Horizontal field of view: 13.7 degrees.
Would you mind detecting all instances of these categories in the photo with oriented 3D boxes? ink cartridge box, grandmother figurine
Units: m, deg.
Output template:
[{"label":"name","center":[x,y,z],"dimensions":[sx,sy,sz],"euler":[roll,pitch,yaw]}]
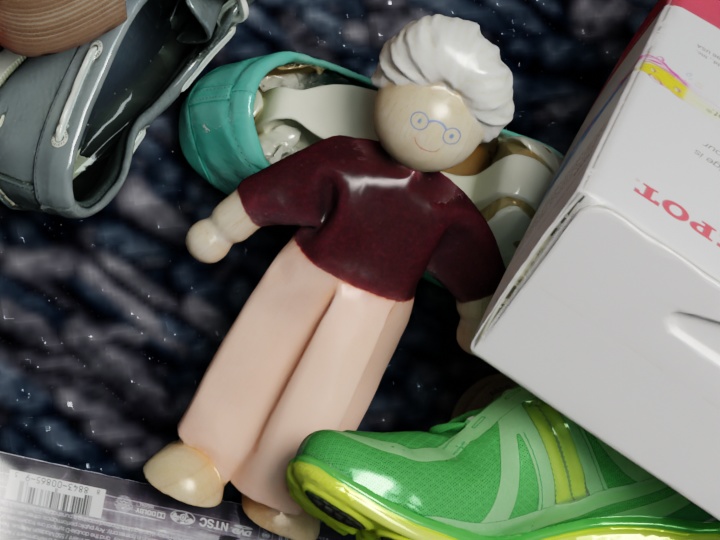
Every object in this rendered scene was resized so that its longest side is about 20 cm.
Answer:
[{"label":"ink cartridge box","center":[0.140,-0.008,1.079],"dimensions":[0.147,0.086,0.200],"euler":[34,36,-1]},{"label":"grandmother figurine","center":[0.000,0.000,1.081],"dimensions":[0.121,0.061,0.200],"euler":[17,109,-25]}]

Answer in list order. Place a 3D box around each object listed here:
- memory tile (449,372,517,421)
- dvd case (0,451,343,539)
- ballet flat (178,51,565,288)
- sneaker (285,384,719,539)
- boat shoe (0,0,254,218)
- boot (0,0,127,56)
[{"label":"memory tile","center":[0.142,0.072,1.188],"dimensions":[0.200,0.017,0.154],"euler":[-32,100,-22]},{"label":"dvd case","center":[-0.091,0.177,1.091],"dimensions":[0.148,0.016,0.201],"euler":[14,77,-20]},{"label":"ballet flat","center":[0.029,-0.032,1.137],"dimensions":[0.200,0.070,0.068],"euler":[17,76,-18]},{"label":"sneaker","center":[0.063,0.067,1.088],"dimensions":[0.199,0.074,0.084],"euler":[3,88,-26]},{"label":"boat shoe","center":[-0.063,-0.096,1.102],"dimensions":[0.200,0.062,0.073],"euler":[-48,137,-15]},{"label":"boot","center":[-0.057,-0.169,1.013],"dimensions":[0.200,0.155,0.077],"euler":[-29,66,-16]}]
